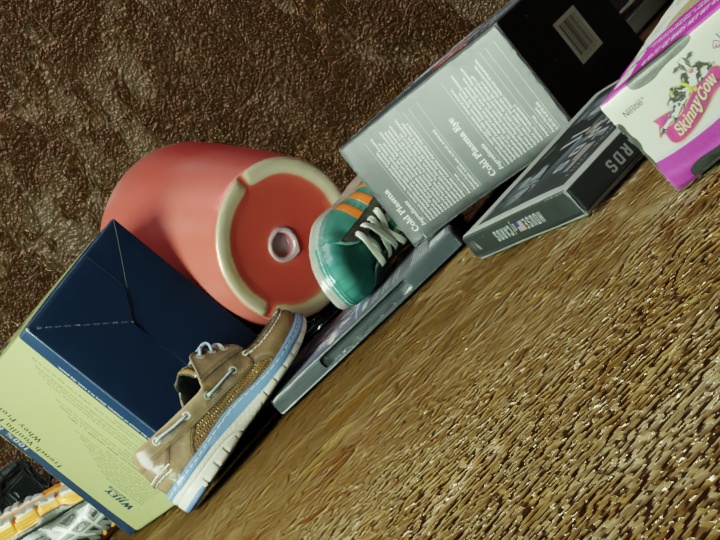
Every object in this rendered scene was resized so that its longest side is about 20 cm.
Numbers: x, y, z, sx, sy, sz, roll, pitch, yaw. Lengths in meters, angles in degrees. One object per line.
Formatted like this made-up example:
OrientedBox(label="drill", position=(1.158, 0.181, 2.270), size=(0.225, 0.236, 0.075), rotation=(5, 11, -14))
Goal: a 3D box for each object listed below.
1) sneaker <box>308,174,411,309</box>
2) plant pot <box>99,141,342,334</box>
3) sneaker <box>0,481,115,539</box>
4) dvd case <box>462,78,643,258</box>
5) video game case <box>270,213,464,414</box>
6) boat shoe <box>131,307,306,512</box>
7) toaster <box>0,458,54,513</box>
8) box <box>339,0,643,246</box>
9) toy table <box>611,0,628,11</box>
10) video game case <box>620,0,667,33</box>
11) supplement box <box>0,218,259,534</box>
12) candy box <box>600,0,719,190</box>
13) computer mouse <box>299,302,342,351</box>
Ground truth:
OrientedBox(label="sneaker", position=(0.018, -0.045, 1.300), size=(0.080, 0.072, 0.200), rotation=(-29, 20, 31))
OrientedBox(label="plant pot", position=(-0.110, -0.025, 1.391), size=(0.200, 0.201, 0.177), rotation=(-46, 23, -25))
OrientedBox(label="sneaker", position=(-0.275, 0.244, 1.541), size=(0.199, 0.078, 0.078), rotation=(-26, 10, 1))
OrientedBox(label="dvd case", position=(0.148, -0.078, 0.986), size=(0.150, 0.025, 0.200), rotation=(-46, 4, -14))
OrientedBox(label="video game case", position=(0.009, 0.029, 1.279), size=(0.200, 0.019, 0.143), rotation=(-45, 4, 10))
OrientedBox(label="boat shoe", position=(-0.111, 0.095, 1.240), size=(0.200, 0.072, 0.072), rotation=(-57, 3, -39))
OrientedBox(label="toaster", position=(-0.579, 0.398, 2.520), size=(0.129, 0.114, 0.200), rotation=(-45, 6, 17))
OrientedBox(label="box", position=(0.109, -0.141, 1.258), size=(0.182, 0.104, 0.200), rotation=(-37, 6, 35))
OrientedBox(label="toy table", position=(0.201, -0.311, 1.473), size=(0.200, 0.117, 0.184), rotation=(-44, -23, 5))
OrientedBox(label="video game case", position=(0.251, -0.239, 1.531), size=(0.143, 0.018, 0.200), rotation=(-47, 5, -26))
OrientedBox(label="supplement box", position=(-0.208, 0.099, 1.349), size=(0.200, 0.200, 0.135), rotation=(-39, 14, 53))
OrientedBox(label="candy box", position=(0.211, -0.140, 0.770), size=(0.136, 0.061, 0.200), rotation=(-41, 5, 39))
OrientedBox(label="computer mouse", position=(0.000, 0.000, 1.452), size=(0.138, 0.053, 0.200), rotation=(-44, 15, 20))
